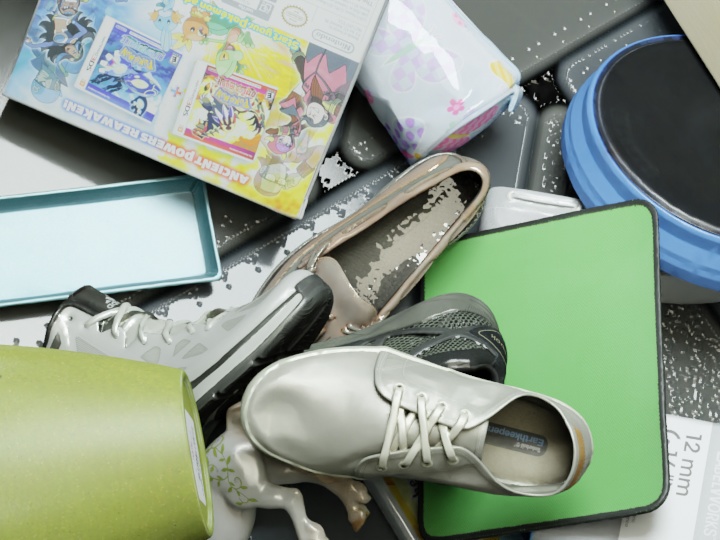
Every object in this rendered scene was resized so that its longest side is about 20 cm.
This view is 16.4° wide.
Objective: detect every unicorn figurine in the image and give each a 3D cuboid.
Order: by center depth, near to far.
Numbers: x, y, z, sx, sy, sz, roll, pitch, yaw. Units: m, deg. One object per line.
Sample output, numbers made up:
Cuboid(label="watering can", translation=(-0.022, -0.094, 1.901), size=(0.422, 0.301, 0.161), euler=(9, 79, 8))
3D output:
Cuboid(label="unicorn figurine", translation=(-0.084, 0.157, 1.439), size=(0.137, 0.074, 0.201), euler=(31, 97, 3))

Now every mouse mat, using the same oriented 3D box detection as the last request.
Cuboid(label="mouse mat", translation=(0.106, 0.060, 1.488), size=(0.160, 0.008, 0.201), euler=(-11, 62, 25))

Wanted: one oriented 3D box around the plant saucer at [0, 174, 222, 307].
Cuboid(label="plant saucer", translation=(-0.187, -0.013, 1.511), size=(0.199, 0.019, 0.070), euler=(-7, 74, -16))

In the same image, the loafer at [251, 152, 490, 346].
Cuboid(label="loafer", translation=(0.000, 0.000, 1.508), size=(0.200, 0.063, 0.072), euler=(-44, 95, -9))

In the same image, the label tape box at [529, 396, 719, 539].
Cuboid(label="label tape box", translation=(0.200, 0.164, 1.467), size=(0.199, 0.066, 0.144), euler=(9, 70, 12))

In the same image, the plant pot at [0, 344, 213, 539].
Cuboid(label="plant pot", translation=(-0.185, 0.115, 1.353), size=(0.199, 0.187, 0.188), euler=(-11, 75, 1))

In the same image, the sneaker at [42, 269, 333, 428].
Cuboid(label="sneaker", translation=(-0.116, 0.039, 1.441), size=(0.200, 0.076, 0.116), euler=(-40, 77, 18))

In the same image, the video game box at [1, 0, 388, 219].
Cuboid(label="video game box", translation=(-0.092, -0.153, 1.514), size=(0.199, 0.047, 0.183), euler=(23, 96, -1))

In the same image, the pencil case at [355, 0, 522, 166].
Cuboid(label="pencil case", translation=(0.016, -0.164, 1.572), size=(0.091, 0.083, 0.200), euler=(-34, 83, -5))

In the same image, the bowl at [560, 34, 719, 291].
Cuboid(label="bowl", translation=(0.226, -0.072, 1.574), size=(0.200, 0.039, 0.201), euler=(10, 46, -11))

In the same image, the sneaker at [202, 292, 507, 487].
Cuboid(label="sneaker", translation=(-0.004, 0.089, 1.449), size=(0.199, 0.114, 0.076), euler=(-23, 113, 2))

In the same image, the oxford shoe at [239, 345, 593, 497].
Cuboid(label="oxford shoe", translation=(0.034, 0.085, 1.368), size=(0.199, 0.058, 0.076), euler=(10, 94, -5))

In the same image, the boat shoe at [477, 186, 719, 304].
Cuboid(label="boat shoe", translation=(0.171, -0.020, 1.577), size=(0.199, 0.072, 0.069), euler=(2, 74, -2))

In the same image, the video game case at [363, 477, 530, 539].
Cuboid(label="video game case", translation=(0.117, 0.150, 1.529), size=(0.182, 0.023, 0.200), euler=(-29, 82, -20))

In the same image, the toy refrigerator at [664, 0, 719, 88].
Cuboid(label="toy refrigerator", translation=(0.235, -0.207, 1.610), size=(0.070, 0.076, 0.200), euler=(-12, 58, -29))
